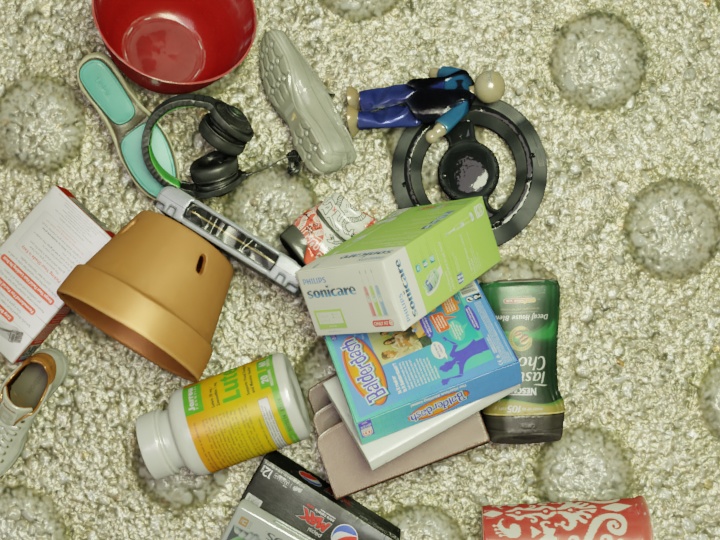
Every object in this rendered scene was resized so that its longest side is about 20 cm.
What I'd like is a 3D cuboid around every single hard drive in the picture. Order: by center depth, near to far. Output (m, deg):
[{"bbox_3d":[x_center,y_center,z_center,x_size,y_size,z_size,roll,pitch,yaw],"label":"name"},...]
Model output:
[{"bbox_3d":[0.070,0.135,1.258,0.198,0.026,0.132,-27,47,-10],"label":"hard drive"}]

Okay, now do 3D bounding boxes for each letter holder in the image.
[{"bbox_3d":[0.041,0.174,1.316,0.197,0.101,0.144,-20,86,1],"label":"letter holder"}]

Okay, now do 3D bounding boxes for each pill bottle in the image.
[{"bbox_3d":[-0.169,0.185,1.314,0.197,0.111,0.113,-20,88,1],"label":"pill bottle"}]

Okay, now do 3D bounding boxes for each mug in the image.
[{"bbox_3d":[0.246,0.363,1.291,0.197,0.133,0.181,0,86,5],"label":"mug"}]

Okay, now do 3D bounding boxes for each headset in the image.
[{"bbox_3d":[-0.170,-0.151,1.324,0.197,0.094,0.125,13,116,-8],"label":"headset"}]

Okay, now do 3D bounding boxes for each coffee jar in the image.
[{"bbox_3d":[0.199,0.112,1.320,0.103,0.085,0.203,-3,89,1],"label":"coffee jar"}]

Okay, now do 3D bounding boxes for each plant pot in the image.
[{"bbox_3d":[-0.244,0.024,1.292,0.199,0.200,0.141,31,74,2],"label":"plant pot"}]

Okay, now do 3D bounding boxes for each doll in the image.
[{"bbox_3d":[0.082,-0.209,1.326,0.197,0.049,0.138,-9,46,9],"label":"doll"}]

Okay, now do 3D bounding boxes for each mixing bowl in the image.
[{"bbox_3d":[-0.235,-0.296,1.318,0.197,0.108,0.203,6,70,-17],"label":"mixing bowl"}]

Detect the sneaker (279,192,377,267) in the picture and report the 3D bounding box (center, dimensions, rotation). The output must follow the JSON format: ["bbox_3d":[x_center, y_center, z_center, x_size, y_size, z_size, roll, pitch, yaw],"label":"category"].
[{"bbox_3d":[0.000,0.000,1.338,0.108,0.067,0.202,-40,95,-10],"label":"sneaker"}]

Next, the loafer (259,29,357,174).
[{"bbox_3d":[-0.068,-0.215,1.353,0.069,0.070,0.202,-16,78,-40],"label":"loafer"}]

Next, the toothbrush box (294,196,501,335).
[{"bbox_3d":[0.046,-0.006,1.245,0.144,0.199,0.087,-7,107,44],"label":"toothbrush box"}]

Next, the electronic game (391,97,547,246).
[{"bbox_3d":[0.137,-0.124,1.350,0.197,0.042,0.203,-1,84,9],"label":"electronic game"}]

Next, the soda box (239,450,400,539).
[{"bbox_3d":[-0.048,0.304,1.326,0.199,0.071,0.064,32,93,1],"label":"soda box"}]

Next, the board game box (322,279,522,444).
[{"bbox_3d":[0.068,0.098,1.243,0.197,0.045,0.153,-20,47,-3],"label":"board game box"}]

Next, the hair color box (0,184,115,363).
[{"bbox_3d":[-0.405,0.005,1.351,0.111,0.064,0.200,42,88,1],"label":"hair color box"}]

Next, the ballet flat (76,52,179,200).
[{"bbox_3d":[-0.289,-0.183,1.350,0.069,0.070,0.202,-27,104,0],"label":"ballet flat"}]

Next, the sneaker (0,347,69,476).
[{"bbox_3d":[-0.446,0.184,1.336,0.072,0.085,0.201,32,91,1],"label":"sneaker"}]

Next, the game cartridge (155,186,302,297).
[{"bbox_3d":[-0.154,-0.034,1.310,0.199,0.133,0.041,32,81,1],"label":"game cartridge"}]

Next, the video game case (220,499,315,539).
[{"bbox_3d":[-0.109,0.405,1.316,0.180,0.023,0.202,29,111,3],"label":"video game case"}]
